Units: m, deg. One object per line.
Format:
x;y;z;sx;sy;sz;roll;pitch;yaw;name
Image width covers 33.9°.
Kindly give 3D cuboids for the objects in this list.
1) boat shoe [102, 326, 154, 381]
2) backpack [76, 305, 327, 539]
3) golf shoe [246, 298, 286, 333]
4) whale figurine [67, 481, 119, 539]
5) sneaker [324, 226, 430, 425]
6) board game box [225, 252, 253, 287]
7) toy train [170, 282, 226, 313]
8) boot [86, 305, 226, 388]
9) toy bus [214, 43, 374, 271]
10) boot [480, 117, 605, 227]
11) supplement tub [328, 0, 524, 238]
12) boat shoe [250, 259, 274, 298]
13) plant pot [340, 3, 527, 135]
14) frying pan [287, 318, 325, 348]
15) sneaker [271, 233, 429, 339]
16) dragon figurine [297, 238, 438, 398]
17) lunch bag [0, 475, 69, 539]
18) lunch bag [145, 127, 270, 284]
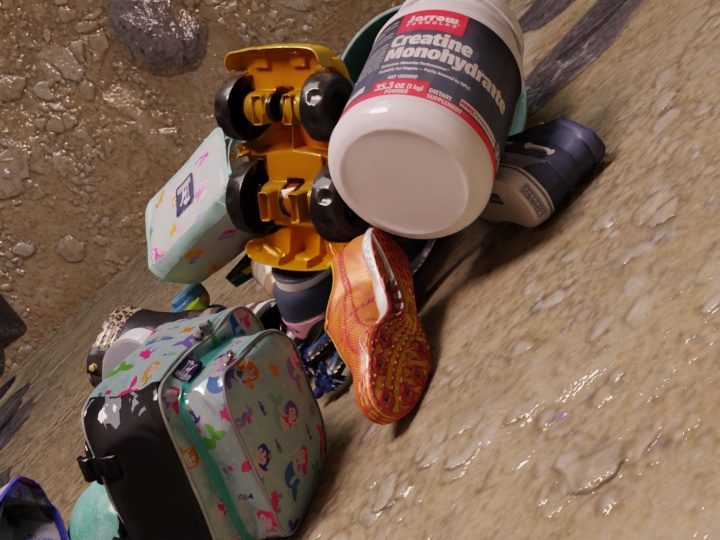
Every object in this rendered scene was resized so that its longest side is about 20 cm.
-0.184;0.103;1.095;0.086;0.074;0.203;-46;-18;-37;boat shoe
-0.113;0.125;0.941;0.149;0.179;0.200;-15;18;16;backpack
-0.108;0.102;1.141;0.092;0.073;0.201;-33;34;26;golf shoe
-0.199;0.213;1.070;0.159;0.104;0.200;-42;11;11;whale figurine
0.009;0.053;0.962;0.077;0.073;0.201;-39;31;26;sneaker
-0.078;-0.065;1.411;0.200;0.023;0.105;-50;8;-26;board game box
-0.159;0.079;1.320;0.085;0.116;0.200;-44;13;1;toy train
-0.222;0.127;1.249;0.149;0.073;0.202;7;73;31;boot
-0.024;-0.120;1.114;0.135;0.203;0.191;6;20;39;toy bus
0.145;-0.095;1.075;0.090;0.073;0.200;-40;22;-7;boot
0.062;-0.140;1.011;0.140;0.140;0.201;-31;27;42;supplement tub
-0.014;-0.019;1.244;0.198;0.072;0.065;-25;35;-13;boat shoe
0.081;-0.182;1.250;0.200;0.201;0.161;-39;3;17;plant pot
-0.082;0.104;1.205;0.114;0.031;0.191;-15;43;56;frying pan
0.000;0.000;1.178;0.198;0.083;0.070;-22;34;-26;sneaker
0.014;0.035;1.069;0.200;0.059;0.100;-40;14;19;dragon figurine
-0.318;0.293;0.975;0.169;0.123;0.202;-35;51;24;lunch bag
-0.155;-0.083;1.359;0.170;0.122;0.200;-41;5;31;lunch bag
